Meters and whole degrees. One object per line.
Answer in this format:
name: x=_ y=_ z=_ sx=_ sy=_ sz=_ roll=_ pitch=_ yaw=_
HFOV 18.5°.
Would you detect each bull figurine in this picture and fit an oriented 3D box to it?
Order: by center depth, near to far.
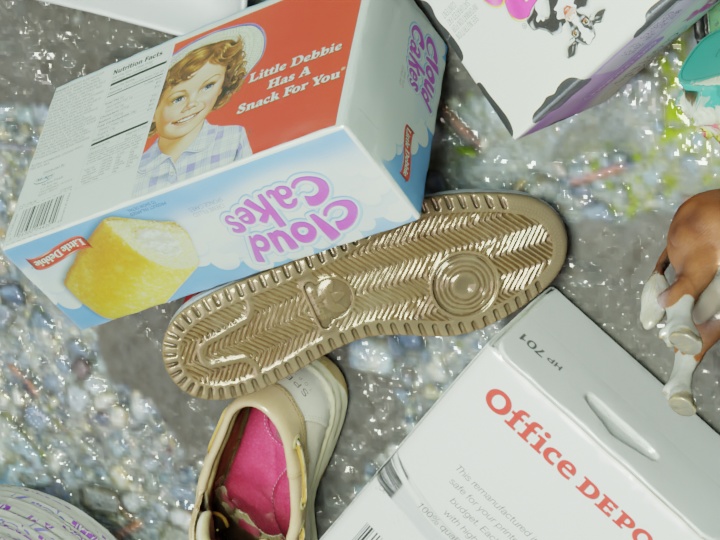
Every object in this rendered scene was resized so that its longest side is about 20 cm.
bull figurine: x=0.200 y=-0.007 z=0.928 sx=0.065 sy=0.121 sz=0.200 roll=44 pitch=147 yaw=-22

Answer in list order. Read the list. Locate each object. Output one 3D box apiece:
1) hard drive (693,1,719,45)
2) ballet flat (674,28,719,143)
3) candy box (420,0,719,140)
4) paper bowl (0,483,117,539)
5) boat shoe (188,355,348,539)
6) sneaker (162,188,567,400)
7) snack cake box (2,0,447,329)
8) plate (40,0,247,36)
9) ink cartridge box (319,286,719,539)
hard drive: x=0.203 y=-0.171 z=0.914 sx=0.140 sy=0.038 sz=0.200 roll=2 pitch=109 yaw=29
ballet flat: x=0.198 y=-0.074 z=0.859 sx=0.064 sy=0.076 sz=0.200 roll=44 pitch=166 yaw=-17
candy box: x=0.078 y=-0.184 z=0.925 sx=0.200 sy=0.072 sz=0.168 roll=57 pitch=135 yaw=9
paper bowl: x=-0.188 y=0.215 z=1.247 sx=0.200 sy=0.104 sz=0.201 roll=11 pitch=114 yaw=25
boat shoe: x=-0.061 y=0.135 z=1.164 sx=0.074 sy=0.069 sz=0.200 roll=21 pitch=118 yaw=21
sneaker: x=0.000 y=0.000 z=1.087 sx=0.200 sy=0.112 sz=0.071 roll=-18 pitch=103 yaw=2
snack cake box: x=-0.064 y=-0.058 z=1.046 sx=0.200 sy=0.115 sz=0.067 roll=-18 pitch=131 yaw=30
plate: x=-0.132 y=-0.226 z=1.081 sx=0.199 sy=0.032 sz=0.200 roll=15 pitch=116 yaw=22
ink cartridge box: x=0.077 y=0.132 z=1.076 sx=0.146 sy=0.086 sz=0.200 roll=43 pitch=122 yaw=7
